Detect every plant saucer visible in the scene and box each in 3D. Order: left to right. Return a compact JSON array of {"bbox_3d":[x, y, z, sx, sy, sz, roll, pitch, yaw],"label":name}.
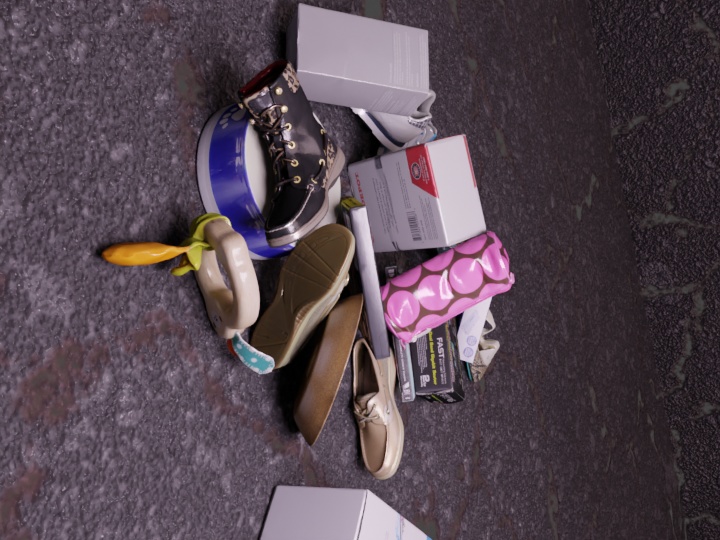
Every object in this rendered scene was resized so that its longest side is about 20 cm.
[{"bbox_3d":[-0.047,0.119,0.949,0.035,0.201,0.202,19,56,-5],"label":"plant saucer"}]

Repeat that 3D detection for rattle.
[{"bbox_3d":[-0.178,0.050,0.819,0.143,0.129,0.202,-36,140,-43],"label":"rattle"}]

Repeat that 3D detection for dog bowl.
[{"bbox_3d":[-0.110,-0.118,0.952,0.199,0.078,0.203,19,67,-55],"label":"dog bowl"}]

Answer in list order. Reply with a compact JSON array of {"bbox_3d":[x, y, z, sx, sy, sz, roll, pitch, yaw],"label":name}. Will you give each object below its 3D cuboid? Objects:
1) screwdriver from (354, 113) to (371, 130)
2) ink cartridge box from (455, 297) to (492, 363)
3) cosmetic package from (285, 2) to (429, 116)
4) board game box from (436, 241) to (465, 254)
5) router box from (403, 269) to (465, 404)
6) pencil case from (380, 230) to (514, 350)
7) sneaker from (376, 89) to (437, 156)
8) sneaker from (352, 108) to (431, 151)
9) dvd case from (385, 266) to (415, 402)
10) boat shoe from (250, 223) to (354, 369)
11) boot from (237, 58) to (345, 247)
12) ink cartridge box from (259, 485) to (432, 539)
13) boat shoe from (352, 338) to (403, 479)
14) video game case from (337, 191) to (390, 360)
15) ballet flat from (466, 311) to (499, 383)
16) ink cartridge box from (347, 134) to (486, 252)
[{"bbox_3d":[0.043,-0.226,1.279,0.200,0.029,0.028,40,50,-55],"label":"screwdriver"},{"bbox_3d":[0.205,0.058,1.341,0.094,0.044,0.203,-9,115,-89],"label":"ink cartridge box"},{"bbox_3d":[-0.006,-0.295,1.065,0.197,0.090,0.108,6,75,-15],"label":"cosmetic package"},{"bbox_3d":[0.165,-0.057,1.364,0.200,0.028,0.137,-66,136,-66],"label":"board game box"},{"bbox_3d":[0.122,0.111,1.228,0.150,0.061,0.203,48,35,-69],"label":"router box"},{"bbox_3d":[0.121,0.027,1.062,0.094,0.198,0.091,63,5,26],"label":"pencil case"},{"bbox_3d":[0.081,-0.208,1.239,0.075,0.086,0.203,-7,107,-58],"label":"sneaker"},{"bbox_3d":[0.021,-0.280,1.157,0.200,0.080,0.077,41,36,-20],"label":"sneaker"},{"bbox_3d":[0.066,0.096,1.183,0.146,0.022,0.203,16,65,-82],"label":"dvd case"},{"bbox_3d":[-0.064,0.033,0.927,0.202,0.073,0.063,-62,157,11],"label":"boat shoe"},{"bbox_3d":[-0.088,-0.135,0.850,0.151,0.072,0.201,61,33,-30],"label":"boot"},{"bbox_3d":[-0.016,0.373,0.923,0.200,0.145,0.147,49,45,-41],"label":"ink cartridge box"},{"bbox_3d":[0.016,0.199,1.091,0.065,0.072,0.203,24,57,-47],"label":"boat shoe"},{"bbox_3d":[0.000,0.000,1.035,0.181,0.025,0.203,-129,-152,-76],"label":"video game case"},{"bbox_3d":[0.222,0.120,1.424,0.068,0.074,0.202,-45,121,-62],"label":"ballet flat"},{"bbox_3d":[0.079,-0.110,1.124,0.083,0.199,0.146,-19,99,-33],"label":"ink cartridge box"}]
